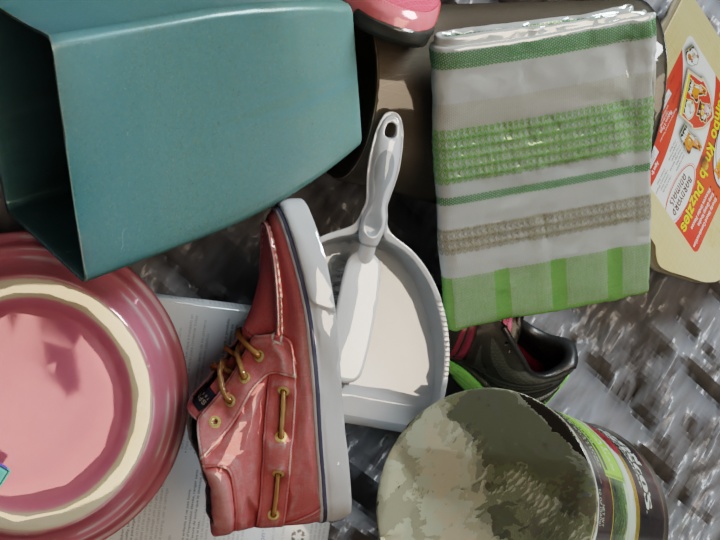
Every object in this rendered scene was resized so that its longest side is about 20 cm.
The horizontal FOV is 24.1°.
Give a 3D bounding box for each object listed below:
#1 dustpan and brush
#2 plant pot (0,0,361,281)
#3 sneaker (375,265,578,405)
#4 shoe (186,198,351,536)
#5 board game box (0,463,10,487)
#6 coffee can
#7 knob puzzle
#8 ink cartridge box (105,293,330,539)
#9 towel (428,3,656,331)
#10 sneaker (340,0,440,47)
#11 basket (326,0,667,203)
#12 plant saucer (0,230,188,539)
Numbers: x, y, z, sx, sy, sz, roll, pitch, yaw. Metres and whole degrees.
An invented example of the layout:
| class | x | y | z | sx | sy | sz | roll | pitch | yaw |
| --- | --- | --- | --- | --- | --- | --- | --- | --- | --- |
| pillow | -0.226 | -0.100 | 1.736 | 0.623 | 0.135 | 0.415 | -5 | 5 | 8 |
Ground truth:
| class | x | y | z | sx | sy | sz | roll | pitch | yaw |
| --- | --- | --- | --- | --- | --- | --- | --- | --- | --- |
| dustpan and brush | 0.000 | 0.000 | 1.064 | 0.138 | 0.057 | 0.202 | 10 | 93 | -7 |
| plant pot | -0.106 | -0.104 | 1.005 | 0.198 | 0.141 | 0.143 | -16 | 116 | -26 |
| sneaker | 0.070 | 0.032 | 1.158 | 0.199 | 0.084 | 0.077 | 27 | 40 | -32 |
| shoe | -0.062 | 0.061 | 1.014 | 0.090 | 0.071 | 0.202 | -8 | 102 | -12 |
| board game box | -0.312 | 0.120 | 0.906 | 0.200 | 0.045 | 0.153 | 38 | 76 | -27 |
| coffee can | 0.113 | 0.164 | 1.120 | 0.200 | 0.145 | 0.148 | 26 | 82 | -65 |
| knob puzzle | 0.251 | -0.079 | 1.279 | 0.218 | 0.030 | 0.222 | 3 | 86 | -45 |
| ink cartridge box | -0.108 | 0.119 | 1.102 | 0.198 | 0.041 | 0.202 | 9 | 91 | -26 |
| towel | 0.116 | -0.065 | 1.076 | 0.148 | 0.031 | 0.202 | -9 | 118 | -10 |
| sneaker | 0.023 | -0.220 | 1.056 | 0.073 | 0.201 | 0.087 | 16 | 130 | -12 |
| basket | 0.079 | -0.110 | 1.128 | 0.198 | 0.137 | 0.181 | 4 | 129 | -24 |
| plant saucer | -0.200 | 0.078 | 1.012 | 0.198 | 0.051 | 0.203 | -1 | 94 | -12 |
